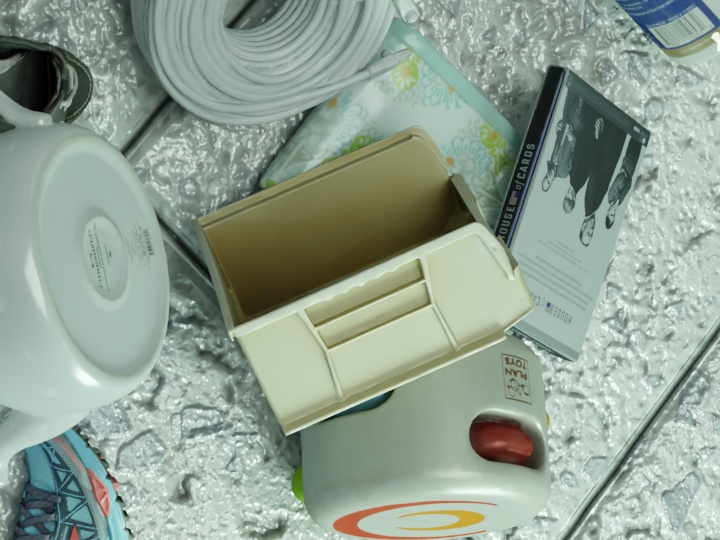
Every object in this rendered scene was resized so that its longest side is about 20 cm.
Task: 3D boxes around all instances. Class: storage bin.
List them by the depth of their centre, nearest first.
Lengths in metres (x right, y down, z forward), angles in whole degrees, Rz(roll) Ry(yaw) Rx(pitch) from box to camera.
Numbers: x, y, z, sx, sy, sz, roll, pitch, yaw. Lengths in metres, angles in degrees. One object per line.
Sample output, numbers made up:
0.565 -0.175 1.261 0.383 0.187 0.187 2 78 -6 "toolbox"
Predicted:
0.000 0.000 1.696 0.198 0.200 0.094 -24 115 -1 "storage bin"

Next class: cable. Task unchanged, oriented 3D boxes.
-0.068 -0.200 1.720 0.200 0.069 0.200 -29 132 -11 "cable"

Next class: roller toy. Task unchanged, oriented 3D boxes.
0.049 0.116 1.769 0.199 0.183 0.140 -2 73 -4 "roller toy"

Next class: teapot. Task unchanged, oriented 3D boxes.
-0.225 0.001 1.533 0.197 0.146 0.200 52 36 -45 "teapot"

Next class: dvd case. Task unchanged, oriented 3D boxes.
0.160 -0.042 1.891 0.150 0.025 0.201 29 77 -53 "dvd case"

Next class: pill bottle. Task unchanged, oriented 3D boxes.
0.229 -0.267 1.902 0.200 0.111 0.111 43 72 -24 "pill bottle"

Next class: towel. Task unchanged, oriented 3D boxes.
0.040 -0.070 1.841 0.200 0.048 0.171 42 72 -24 "towel"

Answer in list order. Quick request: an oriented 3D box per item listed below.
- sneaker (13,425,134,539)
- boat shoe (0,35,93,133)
-0.211 0.195 1.696 0.095 0.079 0.201 -24 104 -24 "sneaker"
-0.234 -0.126 1.630 0.200 0.057 0.067 1 92 -60 "boat shoe"
